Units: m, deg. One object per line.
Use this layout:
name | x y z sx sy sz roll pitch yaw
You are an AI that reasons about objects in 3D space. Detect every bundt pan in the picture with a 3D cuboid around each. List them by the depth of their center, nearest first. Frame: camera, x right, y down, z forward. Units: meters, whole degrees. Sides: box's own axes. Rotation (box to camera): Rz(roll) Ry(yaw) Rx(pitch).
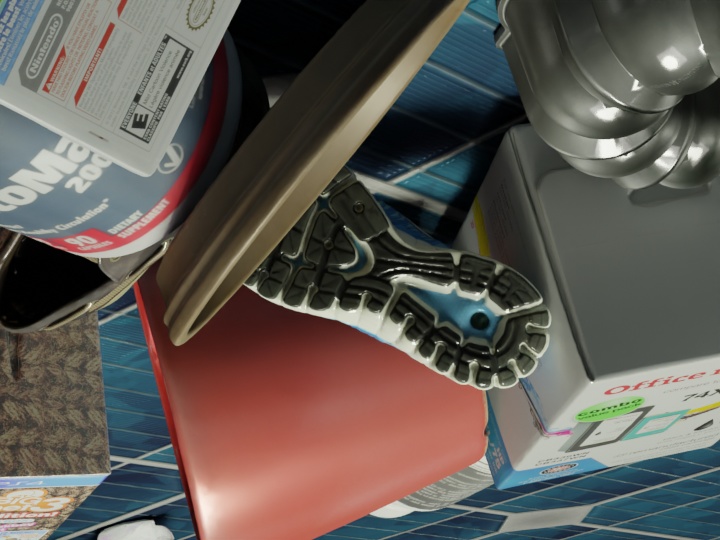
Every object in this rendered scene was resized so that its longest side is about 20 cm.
bundt pan | 0.164 -0.097 0.707 0.201 0.076 0.202 -6 158 -3

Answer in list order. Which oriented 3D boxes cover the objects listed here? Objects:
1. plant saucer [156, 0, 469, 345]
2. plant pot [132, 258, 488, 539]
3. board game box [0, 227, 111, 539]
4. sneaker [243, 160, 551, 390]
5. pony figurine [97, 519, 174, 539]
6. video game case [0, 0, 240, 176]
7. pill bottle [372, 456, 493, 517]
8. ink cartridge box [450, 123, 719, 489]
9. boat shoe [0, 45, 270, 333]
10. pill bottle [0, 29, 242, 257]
plant saucer | -0.023 -0.053 0.662 0.029 0.200 0.200 39 150 -1
plant pot | -0.029 0.067 0.925 0.177 0.201 0.200 -13 160 -9
board game box | -0.218 0.067 0.876 0.097 0.160 0.200 2 157 -25
sneaker | 0.000 0.000 0.807 0.200 0.078 0.090 33 177 2
pony figurine | -0.250 0.338 1.606 0.193 0.167 0.200 -6 175 16
video game case | -0.098 -0.125 0.484 0.018 0.143 0.200 26 179 33
pill bottle | 0.062 0.113 1.154 0.113 0.113 0.200 5 155 -29
ink cartridge box | 0.145 0.016 0.873 0.146 0.146 0.200 -10 159 -12
boat shoe | -0.111 -0.028 0.728 0.074 0.073 0.200 41 129 -3
pill bottle | -0.146 -0.085 0.570 0.119 0.120 0.200 -19 156 28
